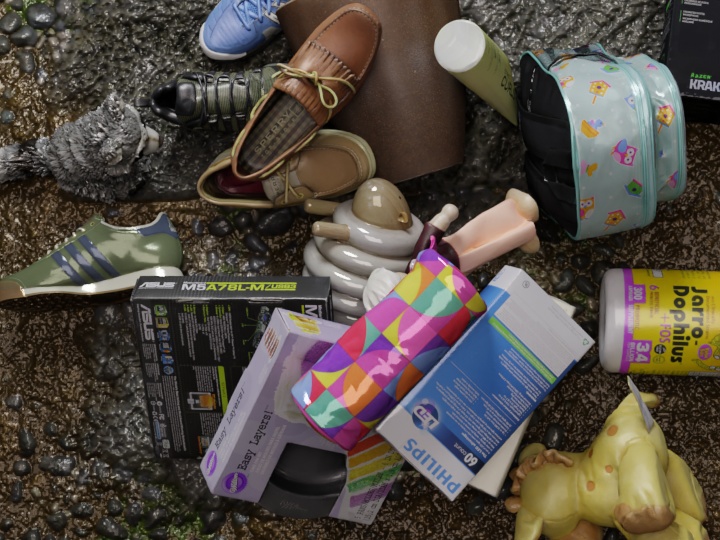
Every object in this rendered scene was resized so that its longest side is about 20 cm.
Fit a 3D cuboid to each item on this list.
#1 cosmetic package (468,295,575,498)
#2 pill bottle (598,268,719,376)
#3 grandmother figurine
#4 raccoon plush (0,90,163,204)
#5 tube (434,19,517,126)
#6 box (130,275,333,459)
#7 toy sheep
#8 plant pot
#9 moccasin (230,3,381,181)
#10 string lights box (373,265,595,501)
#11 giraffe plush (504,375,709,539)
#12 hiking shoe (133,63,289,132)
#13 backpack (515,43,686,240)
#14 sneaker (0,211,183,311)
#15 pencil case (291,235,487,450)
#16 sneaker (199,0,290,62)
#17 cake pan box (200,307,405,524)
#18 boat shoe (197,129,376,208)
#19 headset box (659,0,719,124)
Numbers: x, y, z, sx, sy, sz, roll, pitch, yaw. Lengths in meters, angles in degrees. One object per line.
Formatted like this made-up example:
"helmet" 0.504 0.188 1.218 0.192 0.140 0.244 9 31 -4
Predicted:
"cosmetic package" 0.135 0.117 1.493 0.087 0.103 0.201 23 82 6
"pill bottle" 0.338 0.052 1.486 0.199 0.104 0.105 1 82 5
"grandmother figurine" 0.085 -0.010 1.442 0.200 0.122 0.060 -31 37 -24
"raccoon plush" -0.298 -0.117 1.543 0.199 0.134 0.097 -18 82 1
"tube" 0.126 -0.200 1.494 0.052 0.200 0.058 32 94 20
"box" -0.119 0.098 1.486 0.192 0.048 0.201 -2 122 4
"toy sheep" 0.000 0.000 1.505 0.137 0.138 0.201 20 118 7
"plant pot" 0.031 -0.191 1.520 0.186 0.187 0.201 -16 93 2
"moccasin" -0.054 -0.166 1.420 0.201 0.078 0.074 -43 98 14
"string lights box" 0.111 0.103 1.402 0.103 0.059 0.200 44 86 -11
"giraffe plush" 0.228 0.219 1.457 0.162 0.172 0.201 -23 91 22
"hiking shoe" -0.135 -0.166 1.517 0.199 0.100 0.076 -1 99 41
"backpack" 0.233 -0.123 1.452 0.152 0.200 0.177 -4 108 3
"sneaker" -0.281 -0.013 1.566 0.199 0.067 0.090 -7 74 3
"pencil case" 0.026 0.069 1.356 0.088 0.088 0.200 43 88 9
"sneaker" -0.090 -0.297 1.584 0.200 0.077 0.076 -39 82 -1
"cake pan box" -0.036 0.146 1.450 0.183 0.052 0.201 18 112 -26
"boat shoe" -0.077 -0.093 1.516 0.199 0.066 0.074 -8 111 35
"headset box" 0.399 -0.252 1.532 0.173 0.093 0.201 9 82 5
